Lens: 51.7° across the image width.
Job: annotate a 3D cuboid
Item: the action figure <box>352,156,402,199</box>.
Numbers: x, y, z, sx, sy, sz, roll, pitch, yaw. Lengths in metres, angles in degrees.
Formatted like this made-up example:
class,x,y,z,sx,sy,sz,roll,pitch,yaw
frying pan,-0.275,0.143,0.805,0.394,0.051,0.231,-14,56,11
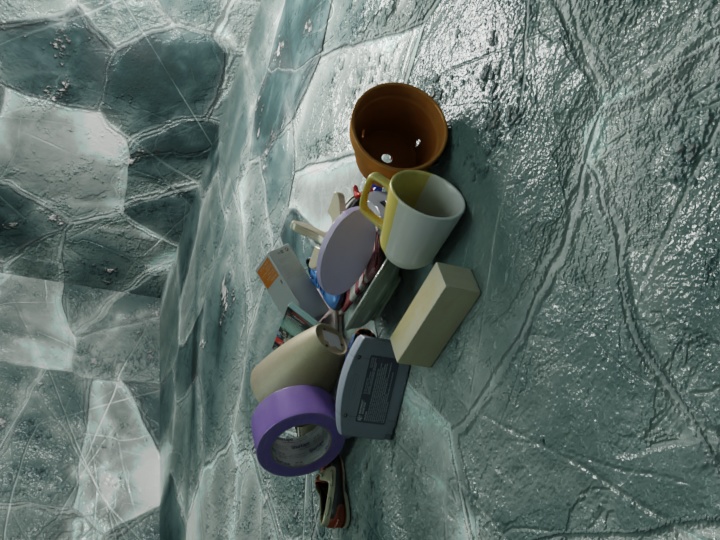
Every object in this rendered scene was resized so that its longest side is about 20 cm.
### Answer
class,x,y,z,sx,sy,sz,roll,pitch,yaw
action figure,0.045,-0.228,1.687,0.199,0.064,0.101,166,100,-64

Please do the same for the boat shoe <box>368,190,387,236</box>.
class,x,y,z,sx,sy,sz,roll,pitch,yaw
boat shoe,0.061,-0.104,1.622,0.200,0.070,0.071,-129,26,-55

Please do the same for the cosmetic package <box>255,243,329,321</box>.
class,x,y,z,sx,sy,sz,roll,pitch,yaw
cosmetic package,-0.172,0.048,1.859,0.201,0.071,0.101,57,143,10

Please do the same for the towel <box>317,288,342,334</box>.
class,x,y,z,sx,sy,sz,roll,pitch,yaw
towel,-0.097,0.128,1.898,0.200,0.032,0.193,-40,45,52

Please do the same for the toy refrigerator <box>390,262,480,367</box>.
class,x,y,z,sx,sy,sz,roll,pitch,yaw
toy refrigerator,0.132,0.082,1.359,0.070,0.075,0.201,-106,35,-45

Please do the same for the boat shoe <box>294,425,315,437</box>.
class,x,y,z,sx,sy,sz,roll,pitch,yaw
boat shoe,-0.131,0.372,1.827,0.066,0.074,0.201,122,149,-43

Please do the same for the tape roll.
class,x,y,z,sx,sy,sz,roll,pitch,yaw
tape roll,-0.138,0.354,1.634,0.202,0.198,0.085,-65,29,29

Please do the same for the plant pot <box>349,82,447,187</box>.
class,x,y,z,sx,sy,sz,roll,pitch,yaw
plant pot,0.066,-0.261,1.530,0.140,0.197,0.203,117,155,-66

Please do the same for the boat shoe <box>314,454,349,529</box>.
class,x,y,z,sx,sy,sz,roll,pitch,yaw
boat shoe,-0.071,0.482,1.665,0.201,0.062,0.072,-103,32,-45

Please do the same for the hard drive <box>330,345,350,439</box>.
class,x,y,z,sx,sy,sz,roll,pitch,yaw
hard drive,-0.039,0.285,1.716,0.132,0.025,0.203,-38,47,57

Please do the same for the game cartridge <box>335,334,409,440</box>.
class,x,y,z,sx,sy,sz,roll,pitch,yaw
game cartridge,0.022,0.232,1.474,0.041,0.132,0.203,25,102,64

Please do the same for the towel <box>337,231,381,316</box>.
class,x,y,z,sx,sy,sz,roll,pitch,yaw
towel,0.000,0.000,1.719,0.200,0.022,0.145,127,156,-47

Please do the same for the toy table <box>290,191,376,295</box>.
class,x,y,z,sx,sy,sz,roll,pitch,yaw
toy table,-0.055,-0.063,1.639,0.117,0.183,0.201,42,105,47

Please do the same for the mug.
class,x,y,z,sx,sy,sz,roll,pitch,yaw
mug,0.099,-0.099,1.432,0.187,0.148,0.154,59,143,39

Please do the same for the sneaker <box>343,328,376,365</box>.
class,x,y,z,sx,sy,sz,roll,pitch,yaw
sneaker,-0.006,0.232,1.628,0.078,0.074,0.203,144,140,-68

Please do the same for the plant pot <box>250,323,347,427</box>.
class,x,y,z,sx,sy,sz,roll,pitch,yaw
plant pot,-0.123,0.222,1.711,0.200,0.186,0.188,-49,35,25

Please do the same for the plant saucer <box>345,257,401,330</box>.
class,x,y,z,sx,sy,sz,roll,pitch,yaw
plant saucer,0.038,0.048,1.554,0.202,0.050,0.200,-59,-2,-4

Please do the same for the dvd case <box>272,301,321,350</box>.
class,x,y,z,sx,sy,sz,roll,pitch,yaw
dvd case,-0.140,0.179,1.834,0.022,0.145,0.201,-47,-12,-38

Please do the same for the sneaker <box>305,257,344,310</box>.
class,x,y,z,sx,sy,sz,roll,pitch,yaw
sneaker,-0.091,0.029,1.798,0.066,0.078,0.201,-60,27,20

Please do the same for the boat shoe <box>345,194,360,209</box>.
class,x,y,z,sx,sy,sz,roll,pitch,yaw
boat shoe,-0.029,-0.087,1.773,0.063,0.073,0.203,10,71,52
